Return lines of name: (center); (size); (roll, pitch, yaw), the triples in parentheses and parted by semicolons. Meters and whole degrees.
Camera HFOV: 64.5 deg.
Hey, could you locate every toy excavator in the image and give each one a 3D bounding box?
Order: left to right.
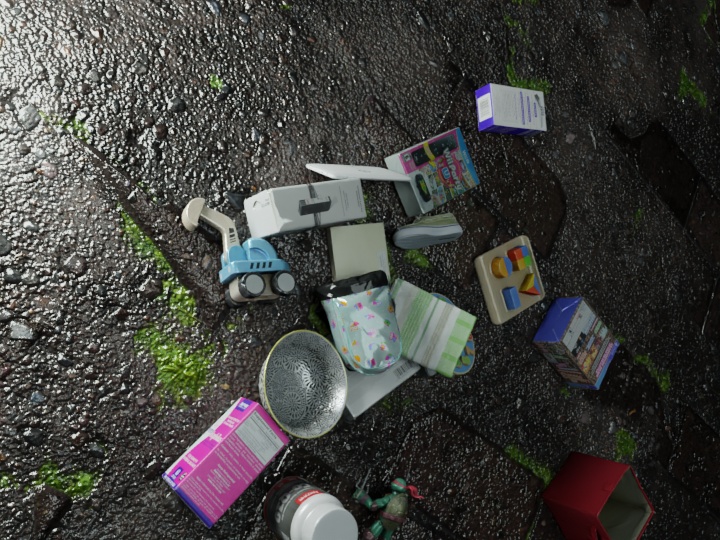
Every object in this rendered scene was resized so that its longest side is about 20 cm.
toy excavator: (-0.234, -0.035, 1.092); (0.193, 0.100, 0.202); (-3, 75, -33)

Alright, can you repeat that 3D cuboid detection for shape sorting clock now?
shape sorting clock: (0.203, 0.143, 1.324); (0.199, 0.039, 0.202); (25, 48, -31)

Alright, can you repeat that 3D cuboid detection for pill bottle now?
pill bottle: (-0.095, 0.464, 1.063); (0.113, 0.199, 0.115); (3, 84, -31)

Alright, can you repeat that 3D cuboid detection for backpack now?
backpack: (0.004, 0.112, 1.158); (0.165, 0.127, 0.202); (-14, 87, -13)

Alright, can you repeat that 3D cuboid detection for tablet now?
tablet: (-0.003, -0.210, 1.219); (0.198, 0.130, 0.014); (-4, 111, -31)

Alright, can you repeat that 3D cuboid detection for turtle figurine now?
turtle figurine: (0.051, 0.509, 1.214); (0.149, 0.100, 0.202); (29, 78, -26)

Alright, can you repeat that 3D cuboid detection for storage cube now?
storage cube: (0.621, 0.615, 1.501); (0.200, 0.179, 0.172); (-40, 106, -26)

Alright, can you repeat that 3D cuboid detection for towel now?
towel: (0.135, 0.125, 1.241); (0.199, 0.031, 0.150); (26, 82, 3)

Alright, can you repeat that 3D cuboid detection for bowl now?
bowl: (-0.128, 0.225, 1.113); (0.200, 0.094, 0.203); (17, 64, -38)

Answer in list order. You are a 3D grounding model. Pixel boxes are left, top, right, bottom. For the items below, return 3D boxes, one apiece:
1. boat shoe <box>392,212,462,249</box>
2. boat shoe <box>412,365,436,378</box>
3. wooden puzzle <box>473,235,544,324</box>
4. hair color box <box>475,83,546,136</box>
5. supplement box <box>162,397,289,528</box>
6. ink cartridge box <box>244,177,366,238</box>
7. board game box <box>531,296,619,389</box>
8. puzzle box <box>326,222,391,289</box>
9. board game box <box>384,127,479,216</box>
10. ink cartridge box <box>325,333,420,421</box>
boat shoe: (0.153, -0.096, 1.347); (0.198, 0.072, 0.063); (-7, 65, -35)
boat shoe: (0.114, 0.152, 1.298); (0.056, 0.069, 0.202); (-20, 95, 9)
wooden puzzle: (0.400, 0.021, 1.491); (0.199, 0.046, 0.187); (-22, 98, -31)
hair color box: (0.401, -0.424, 1.518); (0.198, 0.065, 0.111); (-3, 87, -30)
supplement box: (-0.243, 0.342, 1.041); (0.200, 0.101, 0.104); (-43, 107, -27)
ink cartridge box: (-0.111, -0.122, 1.133); (0.198, 0.144, 0.085); (-12, 93, -31)
board game box: (0.590, 0.198, 1.563); (0.200, 0.097, 0.160); (46, 65, -20)
puzzle box: (0.000, 0.000, 1.254); (0.132, 0.025, 0.202); (-6, 90, -26)
board game box: (0.173, -0.235, 1.355); (0.199, 0.064, 0.149); (-30, 102, -31)
ink cartridge box: (0.006, 0.198, 1.240); (0.199, 0.044, 0.174); (-30, 76, -30)
